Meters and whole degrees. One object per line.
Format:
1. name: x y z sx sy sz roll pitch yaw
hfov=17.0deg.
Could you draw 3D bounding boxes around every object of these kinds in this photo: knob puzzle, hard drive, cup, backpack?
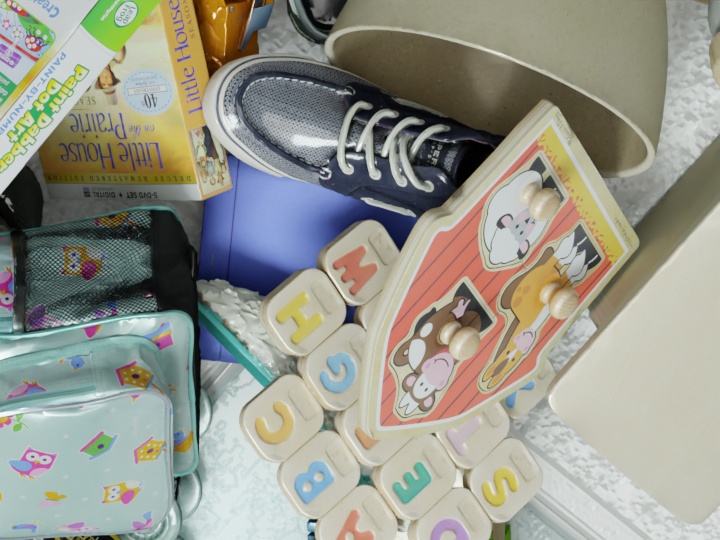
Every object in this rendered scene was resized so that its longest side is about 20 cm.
1. knob puzzle: 0.075 0.023 1.373 0.030 0.219 0.220 38 107 33
2. hard drive: 0.000 0.000 1.488 0.199 0.025 0.133 6 106 -2
3. cup: 0.096 -0.158 1.391 0.199 0.200 0.144 22 79 -7
4. backpack: -0.191 0.063 1.369 0.199 0.154 0.176 0 143 -2

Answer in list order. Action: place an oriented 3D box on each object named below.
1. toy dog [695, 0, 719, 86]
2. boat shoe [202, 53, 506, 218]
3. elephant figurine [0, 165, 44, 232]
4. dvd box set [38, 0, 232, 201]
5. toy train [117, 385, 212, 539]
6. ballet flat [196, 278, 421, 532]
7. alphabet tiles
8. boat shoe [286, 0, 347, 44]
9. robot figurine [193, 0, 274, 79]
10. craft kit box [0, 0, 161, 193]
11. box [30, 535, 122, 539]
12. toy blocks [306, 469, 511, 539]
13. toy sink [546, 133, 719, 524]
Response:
1. toy dog: 0.287 -0.161 1.423 0.199 0.096 0.133 0 67 29
2. boat shoe: 0.014 -0.075 1.381 0.199 0.093 0.075 16 86 -26
3. elephant figurine: -0.250 -0.015 1.462 0.200 0.155 0.142 36 60 -21
4. dvd box set: -0.152 -0.140 1.413 0.146 0.029 0.201 3 110 45
5. toy train: -0.160 0.140 1.520 0.113 0.085 0.201 10 106 7
6. ballet flat: -0.020 0.071 1.460 0.072 0.072 0.200 -41 92 10
7. alphabet tiles: 0.027 0.075 1.428 0.195 0.015 0.200 -39 103 -27
8. boat shoe: -0.020 -0.230 1.420 0.072 0.062 0.201 -1 106 0
9. robot figurine: -0.101 -0.214 1.410 0.144 0.058 0.201 16 110 30
10. craft kit box: -0.241 -0.131 1.357 0.198 0.200 0.049 -49 146 -4
11. box: -0.254 0.194 1.496 0.159 0.049 0.200 38 124 7
12. toy blocks: 0.022 0.177 1.532 0.136 0.100 0.201 0 106 12
13. toy sink: 0.214 0.032 1.473 0.130 0.112 0.200 39 97 -11
